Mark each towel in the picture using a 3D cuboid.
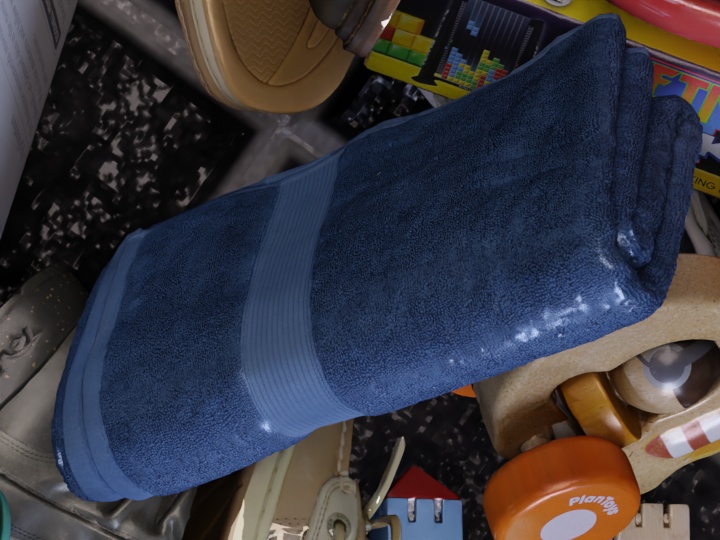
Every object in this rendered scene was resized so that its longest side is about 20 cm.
[{"bbox_3d":[0.000,0.000,0.868,0.199,0.112,0.049,-20,122,26],"label":"towel"}]

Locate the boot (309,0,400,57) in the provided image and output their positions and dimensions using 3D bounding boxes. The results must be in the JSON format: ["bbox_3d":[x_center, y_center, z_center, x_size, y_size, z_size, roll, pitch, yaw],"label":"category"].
[{"bbox_3d":[-0.026,-0.149,0.883,0.097,0.075,0.201,19,44,-17],"label":"boot"}]

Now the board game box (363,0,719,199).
[{"bbox_3d":[0.119,-0.103,0.939,0.199,0.057,0.166,20,52,-1],"label":"board game box"}]

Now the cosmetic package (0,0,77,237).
[{"bbox_3d":[-0.210,-0.051,0.900,0.198,0.123,0.201,14,69,6],"label":"cosmetic package"}]

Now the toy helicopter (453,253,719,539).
[{"bbox_3d":[0.127,0.029,0.915,0.199,0.132,0.079,12,46,-38],"label":"toy helicopter"}]

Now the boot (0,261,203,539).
[{"bbox_3d":[-0.118,0.106,0.956,0.131,0.068,0.200,45,87,-5],"label":"boot"}]

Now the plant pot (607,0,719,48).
[{"bbox_3d":[0.133,-0.171,0.841,0.199,0.183,0.201,8,51,-10],"label":"plant pot"}]

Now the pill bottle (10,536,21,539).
[{"bbox_3d":[-0.144,0.182,0.896,0.111,0.111,0.200,35,106,1],"label":"pill bottle"}]

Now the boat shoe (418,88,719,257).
[{"bbox_3d":[0.060,-0.064,0.967,0.071,0.069,0.200,-37,86,0],"label":"boat shoe"}]

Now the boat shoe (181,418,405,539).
[{"bbox_3d":[-0.025,0.115,0.905,0.062,0.073,0.201,17,70,-12],"label":"boat shoe"}]

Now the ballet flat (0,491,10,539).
[{"bbox_3d":[-0.181,0.091,0.844,0.073,0.200,0.073,23,54,-36],"label":"ballet flat"}]

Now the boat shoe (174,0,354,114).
[{"bbox_3d":[-0.041,-0.145,0.971,0.073,0.069,0.201,4,78,-31],"label":"boat shoe"}]

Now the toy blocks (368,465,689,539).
[{"bbox_3d":[0.076,0.135,0.951,0.199,0.100,0.137,3,77,-13],"label":"toy blocks"}]
